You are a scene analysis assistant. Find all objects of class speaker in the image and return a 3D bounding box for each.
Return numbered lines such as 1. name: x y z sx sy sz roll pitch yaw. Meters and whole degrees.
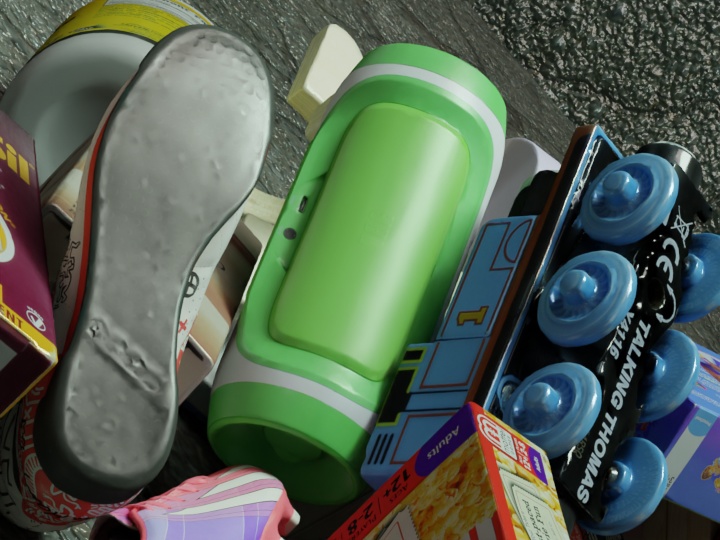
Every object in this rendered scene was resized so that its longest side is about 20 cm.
1. speaker: 0.000 0.000 1.202 0.088 0.088 0.201 40 58 -31

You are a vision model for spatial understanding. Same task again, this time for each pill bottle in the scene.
1. pill bottle: -0.120 -0.082 1.395 0.112 0.112 0.200 46 12 -9

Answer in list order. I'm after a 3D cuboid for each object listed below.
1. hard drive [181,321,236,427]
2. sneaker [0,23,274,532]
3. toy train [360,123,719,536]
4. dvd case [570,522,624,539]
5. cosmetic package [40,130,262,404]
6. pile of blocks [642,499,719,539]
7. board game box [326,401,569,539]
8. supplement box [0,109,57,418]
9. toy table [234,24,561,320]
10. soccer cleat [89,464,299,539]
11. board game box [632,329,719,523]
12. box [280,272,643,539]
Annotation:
1. hard drive: -0.028 0.085 1.400 0.200 0.025 0.132 42 14 -24
2. sneaker: -0.097 0.006 1.063 0.067 0.108 0.203 22 64 -17
3. toy train: 0.082 0.030 1.149 0.087 0.114 0.201 47 54 -38
4. dvd case: 0.080 0.178 1.186 0.200 0.022 0.147 -54 128 -53
5. cosmetic package: -0.114 0.008 1.202 0.103 0.087 0.200 44 13 -9
6. pile of blocks: 0.156 0.187 1.235 0.082 0.062 0.201 58 37 -35
7. board game box: 0.021 0.164 1.001 0.046 0.152 0.200 35 21 -26
8. supplement box: -0.186 -0.016 1.033 0.110 0.086 0.200 42 14 -25
9. toy table: -0.001 -0.029 1.381 0.117 0.200 0.184 34 41 -18
10. soccer cleat: -0.075 0.112 1.089 0.076 0.067 0.200 36 14 -5
11. board game box: 0.162 0.074 1.266 0.199 0.045 0.134 26 12 -43
12. box: 0.054 0.092 1.322 0.199 0.128 0.110 25 43 -42
